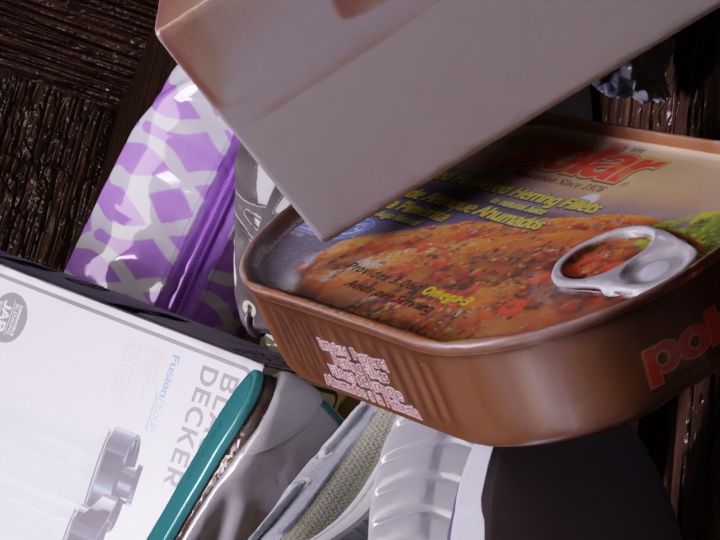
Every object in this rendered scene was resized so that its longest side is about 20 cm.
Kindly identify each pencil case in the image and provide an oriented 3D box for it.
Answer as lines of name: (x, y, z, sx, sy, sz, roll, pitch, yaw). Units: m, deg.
pencil case: (-0.077, -0.007, 1.129, 0.085, 0.084, 0.200, -145, 78, -84)

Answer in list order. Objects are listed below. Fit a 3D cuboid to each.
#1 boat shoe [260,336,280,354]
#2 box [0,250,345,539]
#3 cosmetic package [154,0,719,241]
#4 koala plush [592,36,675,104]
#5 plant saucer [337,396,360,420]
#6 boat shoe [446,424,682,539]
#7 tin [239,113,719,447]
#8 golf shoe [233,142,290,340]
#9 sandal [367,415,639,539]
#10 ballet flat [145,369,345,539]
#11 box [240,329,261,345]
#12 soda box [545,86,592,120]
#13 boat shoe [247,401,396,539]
boat shoe: (0.022, -0.025, 1.112, 0.065, 0.072, 0.200, -22, 32, 45)
box: (-0.114, 0.064, 1.055, 0.060, 0.200, 0.117, 18, -88, -57)
cosmetic package: (0.048, -0.108, 0.765, 0.200, 0.087, 0.103, -31, 24, 19)
koala plush: (0.045, -0.136, 0.925, 0.200, 0.177, 0.184, -82, 3, -45)
plant saucer: (-0.001, 0.129, 0.992, 0.200, 0.048, 0.200, 120, 164, -49)
boat shoe: (0.036, 0.126, 0.696, 0.086, 0.075, 0.202, -40, 35, 39)
tin: (0.043, -0.001, 0.751, 0.112, 0.042, 0.200, -34, 22, -18)
golf shoe: (0.000, 0.000, 0.924, 0.200, 0.078, 0.095, -111, 30, -59)
sandal: (0.042, 0.097, 0.789, 0.050, 0.082, 0.203, 47, -132, -50)
ballet flat: (-0.063, 0.123, 0.943, 0.200, 0.069, 0.069, -52, 16, 21)
box: (-0.025, 0.039, 1.201, 0.095, 0.078, 0.200, 148, 139, -74)
soda box: (0.049, -0.089, 1.061, 0.200, 0.068, 0.063, -87, 18, -57)
boat shoe: (-0.007, 0.099, 0.838, 0.065, 0.074, 0.202, -12, 31, 41)
